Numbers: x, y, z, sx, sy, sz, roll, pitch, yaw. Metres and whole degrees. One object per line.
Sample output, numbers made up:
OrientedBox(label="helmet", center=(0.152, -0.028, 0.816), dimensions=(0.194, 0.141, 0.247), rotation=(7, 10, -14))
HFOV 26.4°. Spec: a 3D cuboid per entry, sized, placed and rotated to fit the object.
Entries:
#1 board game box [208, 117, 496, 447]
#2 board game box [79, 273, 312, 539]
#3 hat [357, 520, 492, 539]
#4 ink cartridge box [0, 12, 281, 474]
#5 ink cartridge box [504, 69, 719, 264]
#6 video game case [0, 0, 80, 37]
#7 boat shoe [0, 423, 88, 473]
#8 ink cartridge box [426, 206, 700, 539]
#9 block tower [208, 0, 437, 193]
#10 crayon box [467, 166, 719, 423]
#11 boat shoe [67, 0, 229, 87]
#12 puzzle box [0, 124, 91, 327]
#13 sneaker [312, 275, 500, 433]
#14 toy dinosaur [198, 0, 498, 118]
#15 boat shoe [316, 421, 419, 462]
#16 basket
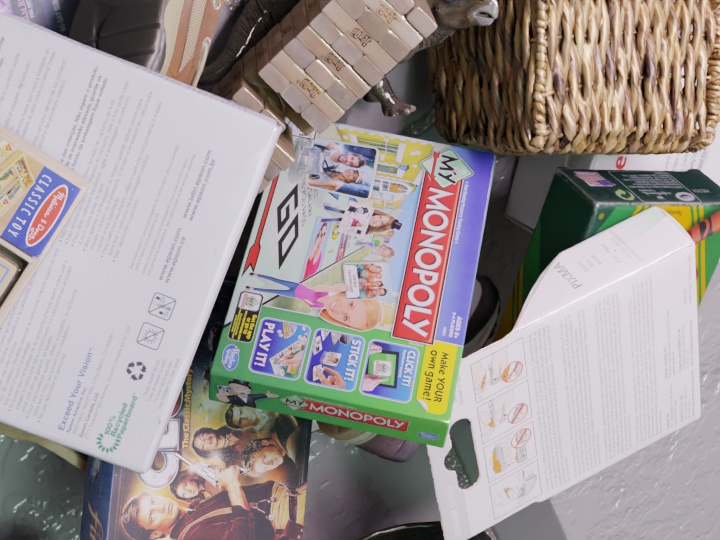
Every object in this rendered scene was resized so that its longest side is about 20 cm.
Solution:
OrientedBox(label="board game box", center=(0.000, 0.000, 0.895), dimensions=(0.134, 0.200, 0.029), rotation=(11, 142, 3))
OrientedBox(label="board game box", center=(-0.093, 0.102, 0.901), dimensions=(0.135, 0.035, 0.201), rotation=(8, 84, -37))
OrientedBox(label="hat", center=(0.013, 0.238, 1.077), dimensions=(0.200, 0.081, 0.201), rotation=(-16, 124, -26))
OrientedBox(label="ink cartridge box", center=(-0.167, -0.021, 0.789), dimensions=(0.200, 0.043, 0.197), rotation=(22, 97, -6))
OrientedBox(label="ink cartridge box", center=(0.215, -0.086, 1.084), dimensions=(0.200, 0.084, 0.146), rotation=(5, 107, -34))
OrientedBox(label="video game case", center=(-0.233, -0.146, 0.814), dimensions=(0.200, 0.019, 0.143), rotation=(-24, 119, -25))
OrientedBox(label="boat shoe", center=(-0.160, 0.081, 0.910), dimensions=(0.200, 0.070, 0.070), rotation=(35, 91, -37))
OrientedBox(label="ink cartridge box", center=(0.121, 0.069, 0.964), dimensions=(0.200, 0.050, 0.161), rotation=(-24, 132, -13))
OrientedBox(label="block tower", center=(-0.049, -0.097, 0.880), dimensions=(0.200, 0.058, 0.054), rotation=(-42, 111, 14))
OrientedBox(label="crayon box", center=(0.161, 0.030, 1.026), dimensions=(0.127, 0.051, 0.200), rotation=(-2, 123, -31))
OrientedBox(label="boat shoe", center=(-0.105, -0.174, 0.854), dimensions=(0.074, 0.076, 0.200), rotation=(32, 74, -62))
OrientedBox(label="puzzle box", center=(-0.241, 0.005, 0.755), dimensions=(0.133, 0.025, 0.200), rotation=(32, 96, -9))
OrientedBox(label="sneaker", center=(0.007, 0.042, 1.006), dimensions=(0.200, 0.074, 0.080), rotation=(-22, 113, -25))
OrientedBox(label="toy dinosaur", center=(-0.017, -0.146, 0.929), dimensions=(0.199, 0.077, 0.103), rotation=(-1, 108, 1))
OrientedBox(label="boat shoe", center=(0.022, 0.028, 0.952), dimensions=(0.065, 0.072, 0.200), rotation=(42, 43, -34))
OrientedBox(label="basket", center=(0.132, -0.173, 0.959), dimensions=(0.149, 0.143, 0.201), rotation=(-4, 100, -29))
